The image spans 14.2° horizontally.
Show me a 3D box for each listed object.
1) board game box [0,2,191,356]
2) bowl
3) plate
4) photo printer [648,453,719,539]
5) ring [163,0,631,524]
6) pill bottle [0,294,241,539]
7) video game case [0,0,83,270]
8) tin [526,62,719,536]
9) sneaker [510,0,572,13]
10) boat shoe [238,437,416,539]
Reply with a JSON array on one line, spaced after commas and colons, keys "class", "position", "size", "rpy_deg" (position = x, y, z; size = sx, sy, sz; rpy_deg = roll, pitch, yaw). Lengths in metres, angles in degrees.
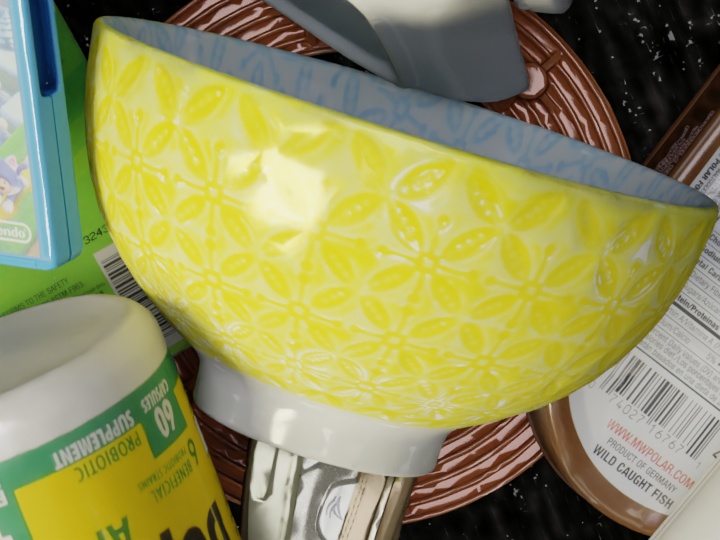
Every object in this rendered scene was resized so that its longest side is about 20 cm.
[{"class": "board game box", "position": [-0.131, -0.047, 0.937], "size": [0.095, 0.030, 0.200], "rpy_deg": [-30, 94, -19]}, {"class": "bowl", "position": [0.000, 0.000, 0.893], "size": [0.199, 0.200, 0.108], "rpy_deg": [17, 98, 2]}, {"class": "plate", "position": [-0.040, -0.117, 0.893], "size": [0.199, 0.200, 0.032], "rpy_deg": [34, 88, 9]}, {"class": "photo printer", "position": [0.188, 0.100, 0.944], "size": [0.166, 0.069, 0.200], "rpy_deg": [38, 94, -19]}, {"class": "ring", "position": [-0.003, -0.011, 0.995], "size": [0.200, 0.019, 0.201], "rpy_deg": [0, 92, 3]}, {"class": "pill bottle", "position": [-0.082, 0.119, 0.876], "size": [0.112, 0.113, 0.201], "rpy_deg": [-18, 104, 3]}, {"class": "video game case", "position": [-0.154, -0.104, 0.858], "size": [0.143, 0.018, 0.201], "rpy_deg": [8, 114, 32]}, {"class": "tin", "position": [0.139, 0.001, 0.969], "size": [0.112, 0.042, 0.200], "rpy_deg": [37, 93, -14]}, {"class": "sneaker", "position": [0.017, -0.129, 0.907], "size": [0.111, 0.200, 0.073], "rpy_deg": [5, 108, 7]}, {"class": "boat shoe", "position": [-0.010, 0.134, 0.965], "size": [0.066, 0.074, 0.201], "rpy_deg": [6, 102, 6]}]
